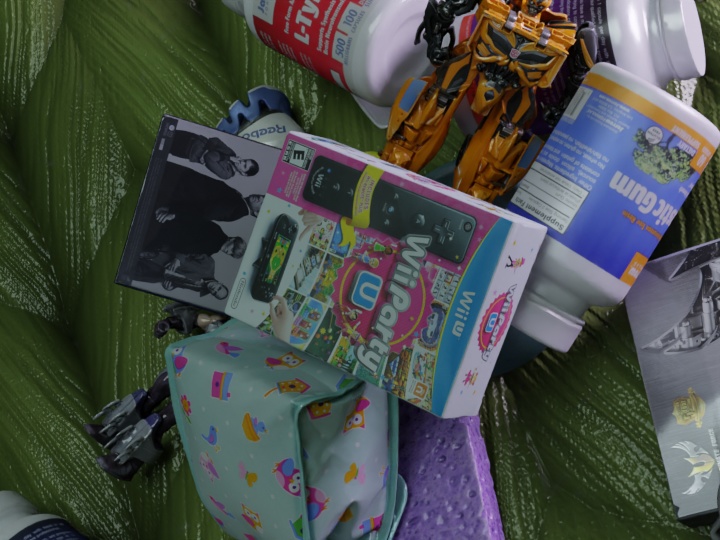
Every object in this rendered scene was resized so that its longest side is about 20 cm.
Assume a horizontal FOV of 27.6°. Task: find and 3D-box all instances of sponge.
[{"bbox_3d":[0.054,0.184,1.170,0.111,0.030,0.201,-22,65,26],"label":"sponge"}]

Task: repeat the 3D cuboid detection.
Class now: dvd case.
[{"bbox_3d":[-0.094,-0.033,1.253,0.199,0.025,0.151,17,89,-7],"label":"dvd case"}]

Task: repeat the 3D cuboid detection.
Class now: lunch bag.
[{"bbox_3d":[-0.056,0.152,1.164,0.170,0.122,0.201,18,122,43],"label":"lunch bag"}]

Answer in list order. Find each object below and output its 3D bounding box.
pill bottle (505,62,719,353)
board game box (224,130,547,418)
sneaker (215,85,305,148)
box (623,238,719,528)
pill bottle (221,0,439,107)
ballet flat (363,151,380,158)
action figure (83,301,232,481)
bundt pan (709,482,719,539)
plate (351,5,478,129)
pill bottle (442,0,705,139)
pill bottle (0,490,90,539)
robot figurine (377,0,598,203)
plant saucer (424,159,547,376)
[{"bbox_3d":[0.172,-0.043,1.095,0.112,0.112,0.200,34,97,32],"label":"pill bottle"},{"bbox_3d":[0.015,0.000,1.062,0.199,0.064,0.148,23,98,28],"label":"board game box"},{"bbox_3d":[-0.110,-0.063,1.315,0.200,0.081,0.115,-49,57,2],"label":"sneaker"},{"bbox_3d":[0.291,0.073,1.083,0.158,0.048,0.201,-18,65,20],"label":"box"},{"bbox_3d":[-0.028,-0.230,1.277,0.200,0.112,0.112,32,89,32],"label":"pill bottle"},{"bbox_3d":[0.000,0.000,1.215,0.067,0.067,0.201,11,86,22],"label":"ballet flat"},{"bbox_3d":[-0.150,0.097,1.289,0.200,0.069,0.130,-43,50,3],"label":"action figure"},{"bbox_3d":[0.336,0.155,0.972,0.201,0.076,0.203,5,115,12],"label":"bundt pan"},{"bbox_3d":[0.046,-0.251,1.330,0.200,0.032,0.200,-42,59,8],"label":"plate"},{"bbox_3d":[0.173,-0.173,1.191,0.199,0.112,0.113,-11,68,24],"label":"pill bottle"},{"bbox_3d":[-0.263,0.281,1.253,0.200,0.116,0.116,32,89,31],"label":"pill bottle"},{"bbox_3d":[0.096,-0.134,1.134,0.058,0.145,0.200,-74,10,-52],"label":"robot figurine"},{"bbox_3d":[0.091,-0.010,1.221,0.199,0.036,0.201,-9,69,25],"label":"plant saucer"}]
